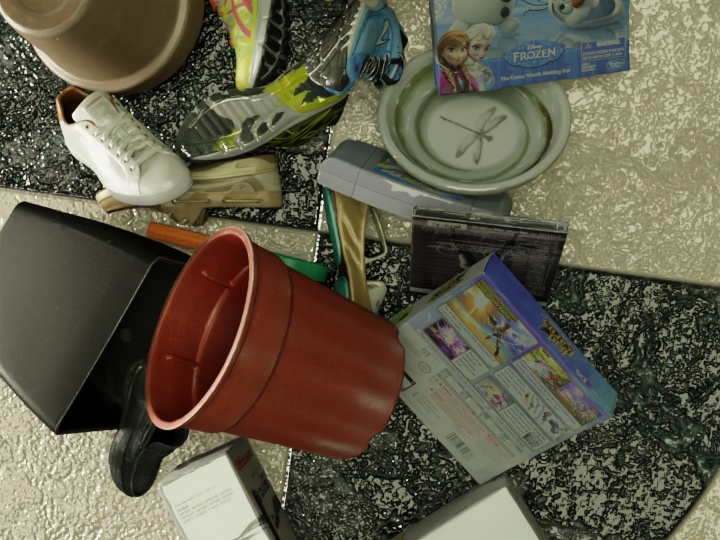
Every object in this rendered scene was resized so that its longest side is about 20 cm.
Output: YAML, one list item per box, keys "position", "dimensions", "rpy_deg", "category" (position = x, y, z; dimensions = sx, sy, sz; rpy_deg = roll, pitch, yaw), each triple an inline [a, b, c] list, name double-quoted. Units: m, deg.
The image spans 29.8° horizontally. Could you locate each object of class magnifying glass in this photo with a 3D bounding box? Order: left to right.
- position: [-0.131, -0.019, 1.441]
  dimensions: [0.199, 0.080, 0.023]
  rpy_deg: [16, 92, 9]
  category: "magnifying glass"

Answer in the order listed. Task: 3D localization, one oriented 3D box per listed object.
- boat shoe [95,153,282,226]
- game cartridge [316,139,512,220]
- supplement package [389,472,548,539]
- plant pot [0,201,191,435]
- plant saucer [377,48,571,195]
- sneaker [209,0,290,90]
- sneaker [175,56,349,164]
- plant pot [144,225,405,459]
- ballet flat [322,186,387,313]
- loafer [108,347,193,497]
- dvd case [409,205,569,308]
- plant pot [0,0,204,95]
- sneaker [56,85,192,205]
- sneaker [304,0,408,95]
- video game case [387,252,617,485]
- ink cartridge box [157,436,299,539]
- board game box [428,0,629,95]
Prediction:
- position: [-0.183, -0.078, 1.442]
  dimensions: [0.199, 0.071, 0.065]
  rpy_deg: [-9, 95, 7]
  category: "boat shoe"
- position: [0.059, -0.082, 1.394]
  dimensions: [0.199, 0.133, 0.041]
  rpy_deg: [19, 111, 3]
  category: "game cartridge"
- position: [0.107, 0.331, 1.410]
  dimensions: [0.200, 0.111, 0.156]
  rpy_deg: [-33, 89, 4]
  category: "supplement package"
- position: [-0.291, 0.036, 1.400]
  dimensions: [0.177, 0.200, 0.200]
  rpy_deg: [31, 93, 13]
  category: "plant pot"
- position: [0.117, -0.149, 1.405]
  dimensions: [0.199, 0.050, 0.201]
  rpy_deg: [-1, 56, 1]
  category: "plant saucer"
- position: [-0.125, -0.281, 1.439]
  dimensions: [0.090, 0.078, 0.201]
  rpy_deg: [1, 86, 13]
  category: "sneaker"
- position: [-0.094, -0.150, 1.409]
  dimensions: [0.199, 0.085, 0.075]
  rpy_deg: [-24, 62, -11]
  category: "sneaker"
- position: [-0.075, 0.085, 1.309]
  dimensions: [0.195, 0.201, 0.201]
  rpy_deg: [23, 93, -28]
  category: "plant pot"
- position: [0.000, 0.000, 1.436]
  dimensions: [0.063, 0.069, 0.201]
  rpy_deg: [-5, 92, -12]
  category: "ballet flat"
- position: [-0.216, 0.170, 1.413]
  dimensions: [0.070, 0.068, 0.201]
  rpy_deg: [29, 129, 16]
  category: "loafer"
- position: [0.124, -0.011, 1.363]
  dimensions: [0.148, 0.200, 0.016]
  rpy_deg: [6, 67, 4]
  category: "dvd case"
- position: [-0.283, -0.286, 1.378]
  dimensions: [0.199, 0.175, 0.201]
  rpy_deg: [0, 91, 17]
  category: "plant pot"
- position: [-0.253, -0.132, 1.392]
  dimensions: [0.200, 0.085, 0.073]
  rpy_deg: [29, 59, 37]
  category: "sneaker"
- position: [0.011, -0.224, 1.371]
  dimensions: [0.090, 0.200, 0.078]
  rpy_deg: [44, 121, -11]
  category: "sneaker"
- position: [0.129, 0.104, 1.376]
  dimensions: [0.181, 0.045, 0.200]
  rpy_deg: [-34, 104, 36]
  category: "video game case"
- position: [-0.121, 0.282, 1.409]
  dimensions: [0.083, 0.144, 0.201]
  rpy_deg: [-28, 90, 3]
  category: "ink cartridge box"
- position: [0.166, -0.284, 1.345]
  dimensions: [0.199, 0.043, 0.200]
  rpy_deg: [-8, 118, -2]
  category: "board game box"
